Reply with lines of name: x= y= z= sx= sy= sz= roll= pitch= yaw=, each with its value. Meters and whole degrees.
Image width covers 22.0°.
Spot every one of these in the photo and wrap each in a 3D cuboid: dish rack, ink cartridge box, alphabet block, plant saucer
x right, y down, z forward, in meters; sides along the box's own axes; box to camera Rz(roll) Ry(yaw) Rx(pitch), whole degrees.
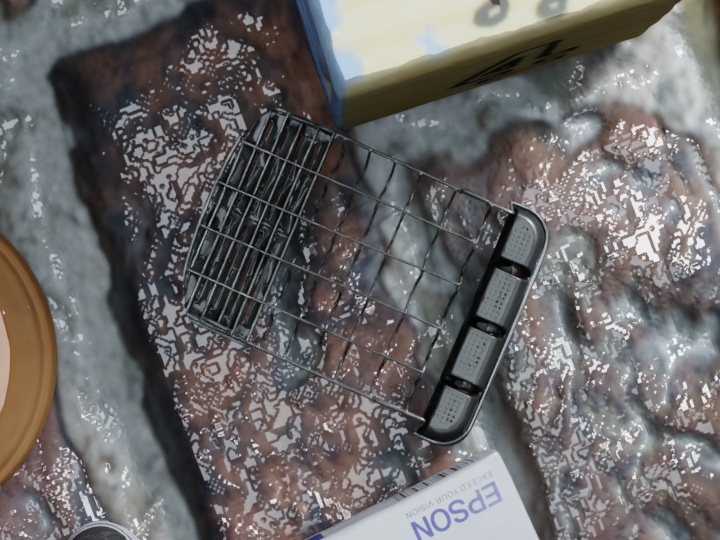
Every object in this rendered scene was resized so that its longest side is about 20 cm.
dish rack: x=0.000 y=0.000 z=1.096 sx=0.199 sy=0.055 sz=0.155 roll=24 pitch=88 yaw=2
ink cartridge box: x=0.034 y=0.238 z=1.087 sx=0.198 sy=0.041 sz=0.201 roll=-26 pitch=91 yaw=-9
alphabet block: x=0.052 y=-0.204 z=1.028 sx=0.198 sy=0.196 sz=0.197 roll=-18 pitch=91 yaw=-1
plant saucer: x=-0.282 y=0.054 z=1.100 sx=0.198 sy=0.037 sz=0.202 roll=0 pitch=89 yaw=-1

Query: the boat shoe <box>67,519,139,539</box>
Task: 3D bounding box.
boat shoe: x=-0.111 y=0.237 z=1.084 sx=0.070 sy=0.066 sz=0.201 roll=-30 pitch=90 yaw=-1
